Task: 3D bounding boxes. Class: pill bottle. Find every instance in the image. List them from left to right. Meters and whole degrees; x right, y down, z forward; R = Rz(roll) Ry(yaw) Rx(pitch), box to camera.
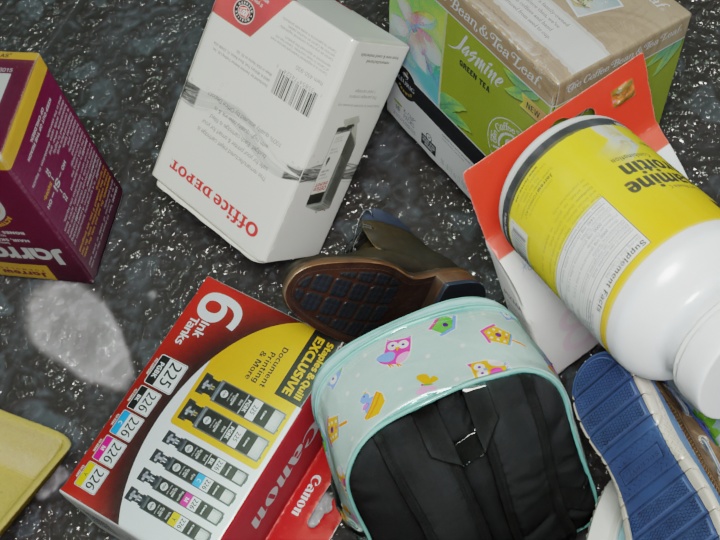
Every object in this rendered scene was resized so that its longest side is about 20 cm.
[{"bbox_3d":[0.180,-0.004,0.732,0.112,0.112,0.200,-31,46,-7],"label":"pill bottle"}]

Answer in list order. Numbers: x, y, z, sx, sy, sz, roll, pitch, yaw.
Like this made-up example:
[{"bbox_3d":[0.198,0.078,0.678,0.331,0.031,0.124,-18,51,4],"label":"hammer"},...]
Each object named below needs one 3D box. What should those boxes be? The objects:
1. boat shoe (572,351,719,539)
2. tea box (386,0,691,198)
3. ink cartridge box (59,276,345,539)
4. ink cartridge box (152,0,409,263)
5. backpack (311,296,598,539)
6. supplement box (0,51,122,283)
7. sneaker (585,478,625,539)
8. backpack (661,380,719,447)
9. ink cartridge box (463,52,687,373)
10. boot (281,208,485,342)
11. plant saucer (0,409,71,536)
[{"bbox_3d":[0.202,0.138,0.721,0.072,0.072,0.201,-45,47,37],"label":"boat shoe"},{"bbox_3d":[0.129,-0.162,0.930,0.133,0.197,0.200,-28,58,-21],"label":"tea box"},{"bbox_3d":[-0.091,0.133,0.883,0.175,0.084,0.201,24,68,21],"label":"ink cartridge box"},{"bbox_3d":[-0.070,-0.129,0.968,0.147,0.083,0.201,37,115,26],"label":"ink cartridge box"},{"bbox_3d":[0.058,0.111,0.797,0.175,0.201,0.154,-22,48,0],"label":"backpack"},{"bbox_3d":[-0.302,-0.084,0.981,0.130,0.200,0.104,4,62,13],"label":"supplement box"},{"bbox_3d":[0.174,0.214,0.741,0.081,0.074,0.200,15,37,13],"label":"sneaker"},{"bbox_3d":[0.301,0.057,0.802,0.199,0.147,0.183,-25,49,-8],"label":"backpack"},{"bbox_3d":[0.171,-0.033,0.856,0.162,0.200,0.057,-34,51,-8],"label":"ink cartridge box"},{"bbox_3d":[0.000,0.000,0.902,0.097,0.199,0.075,48,117,38],"label":"boot"},{"bbox_3d":[-0.354,0.183,0.903,0.199,0.049,0.200,16,44,20],"label":"plant saucer"}]
